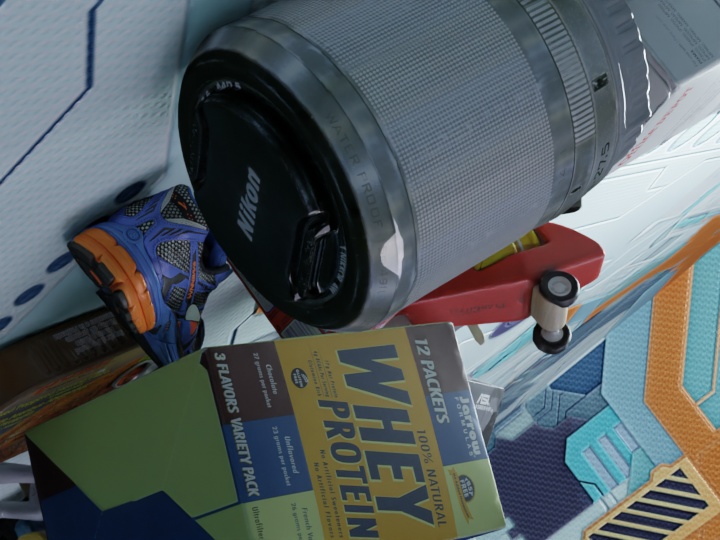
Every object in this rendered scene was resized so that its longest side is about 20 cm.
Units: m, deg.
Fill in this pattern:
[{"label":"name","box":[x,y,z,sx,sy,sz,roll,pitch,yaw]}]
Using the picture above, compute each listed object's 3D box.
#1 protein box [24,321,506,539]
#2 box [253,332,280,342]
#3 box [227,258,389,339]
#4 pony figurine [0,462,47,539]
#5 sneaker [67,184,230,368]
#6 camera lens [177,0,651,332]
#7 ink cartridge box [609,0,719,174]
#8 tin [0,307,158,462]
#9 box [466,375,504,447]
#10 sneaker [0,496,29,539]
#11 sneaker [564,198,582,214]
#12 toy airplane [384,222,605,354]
[{"label":"protein box","box":[-0.060,0.129,1.110,0.200,0.135,0.198,-4,165,-44]},{"label":"box","box":[-0.061,0.117,1.418,0.200,0.158,0.048,-23,127,-50]},{"label":"box","box":[0.015,-0.043,1.145,0.095,0.100,0.200,-21,161,-52]},{"label":"pony figurine","box":[-0.174,0.153,1.257,0.193,0.167,0.200,5,-177,18]},{"label":"sneaker","box":[-0.109,0.006,1.053,0.078,0.075,0.200,-38,170,-8]},{"label":"camera lens","box":[0.023,-0.075,0.892,0.200,0.160,0.160,-30,167,-29]},{"label":"ink cartridge box","box":[0.245,-0.165,1.375,0.200,0.085,0.146,-31,167,-33]},{"label":"tin","box":[-0.193,0.071,1.146,0.112,0.042,0.200,-41,169,38]},{"label":"box","box":[0.027,0.147,1.362,0.200,0.050,0.158,19,89,-60]},{"label":"sneaker","box":[-0.268,0.209,1.405,0.112,0.073,0.200,-45,174,22]},{"label":"sneaker","box":[0.096,-0.100,1.258,0.074,0.089,0.200,-2,170,27]},{"label":"toy airplane","box":[0.064,-0.002,1.410,0.200,0.141,0.199,-36,136,29]}]
